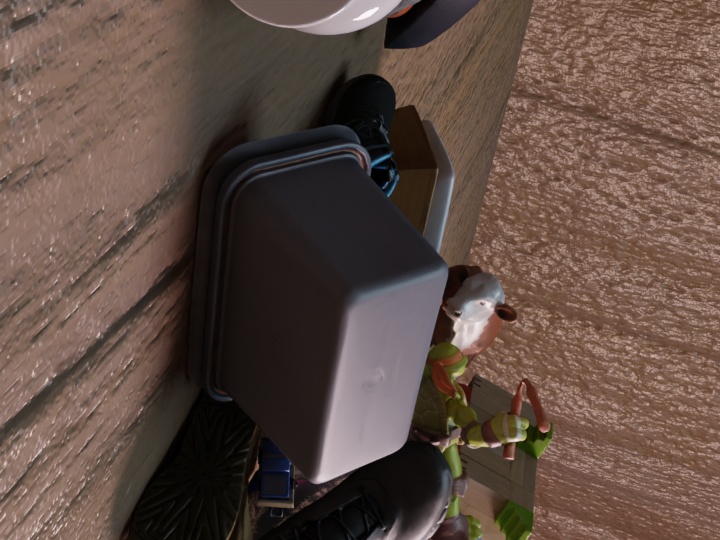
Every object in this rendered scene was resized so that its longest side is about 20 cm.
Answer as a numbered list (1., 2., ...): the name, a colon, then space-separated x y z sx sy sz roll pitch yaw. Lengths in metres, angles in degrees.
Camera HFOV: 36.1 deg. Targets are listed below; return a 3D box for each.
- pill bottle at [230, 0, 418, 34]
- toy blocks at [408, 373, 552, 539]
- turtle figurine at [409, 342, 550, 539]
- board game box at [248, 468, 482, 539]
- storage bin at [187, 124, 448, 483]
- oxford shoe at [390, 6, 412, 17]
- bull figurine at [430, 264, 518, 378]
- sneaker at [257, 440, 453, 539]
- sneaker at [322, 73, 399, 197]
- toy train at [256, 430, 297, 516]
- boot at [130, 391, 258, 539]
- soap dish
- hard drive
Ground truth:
1. pill bottle: -0.009 -0.194 0.610 0.200 0.114 0.118 -53 158 -66
2. toy blocks: 0.090 0.155 0.996 0.101 0.135 0.201 -60 -176 29
3. turtle figurine: 0.066 0.121 0.824 0.064 0.199 0.164 -15 118 -28
4. board game box: 0.002 0.233 1.025 0.160 0.199 0.097 -47 -177 29
5. storage bin: -0.017 0.030 0.727 0.144 0.134 0.203 -16 134 -33
6. oxford shoe: 0.041 -0.299 0.871 0.072 0.070 0.203 -33 139 -68
7. bull figurine: 0.079 0.047 0.948 0.122 0.065 0.200 -52 180 9
8. sneaker: -0.018 0.194 0.790 0.199 0.076 0.091 -40 165 15
9. sneaker: 0.003 -0.089 0.921 0.074 0.081 0.202 60 39 -39
10. toy train: -0.063 0.091 0.876 0.046 0.033 0.204 118 -27 -80
11. boot: -0.118 0.211 0.841 0.176 0.065 0.202 -64 168 -45
12. soap dish: 0.025 -0.041 1.070 0.158 0.080 0.203 -102 -158 -61
13. hard drive: 0.085 -0.279 0.930 0.200 0.042 0.137 -35 -138 57
